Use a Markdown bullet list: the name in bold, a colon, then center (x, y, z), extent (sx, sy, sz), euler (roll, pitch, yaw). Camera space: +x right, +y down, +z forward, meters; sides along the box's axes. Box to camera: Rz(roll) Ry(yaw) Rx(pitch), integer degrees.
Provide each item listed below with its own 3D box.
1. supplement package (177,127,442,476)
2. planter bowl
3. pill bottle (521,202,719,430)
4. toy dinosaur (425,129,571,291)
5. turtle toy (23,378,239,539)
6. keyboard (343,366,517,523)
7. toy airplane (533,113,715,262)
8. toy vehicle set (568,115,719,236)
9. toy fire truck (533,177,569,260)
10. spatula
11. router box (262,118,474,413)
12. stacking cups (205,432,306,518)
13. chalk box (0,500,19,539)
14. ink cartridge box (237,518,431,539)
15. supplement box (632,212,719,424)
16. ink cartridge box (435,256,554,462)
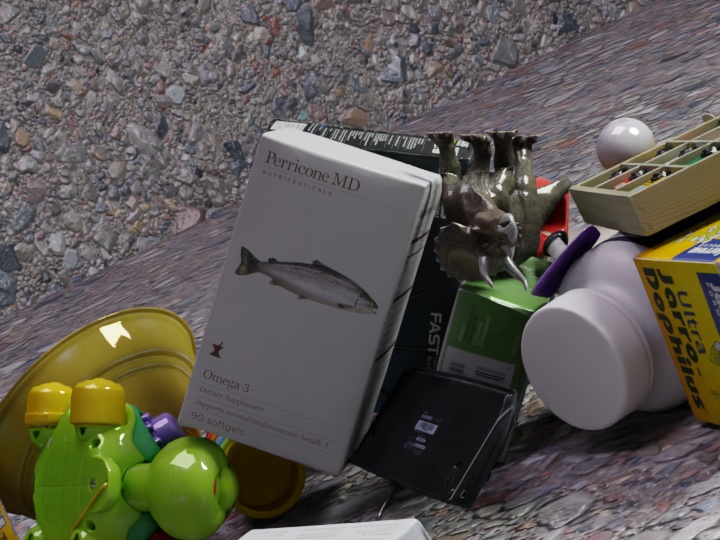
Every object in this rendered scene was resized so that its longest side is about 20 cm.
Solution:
- **supplement package**: center (-0.031, 0.017, 1.396), extent (0.116, 0.201, 0.117), euler (17, 8, 7)
- **planter bowl**: center (-0.181, 0.131, 1.571), extent (0.200, 0.201, 0.083), euler (-32, 56, -24)
- **pill bottle**: center (0.194, 0.021, 1.313), extent (0.200, 0.112, 0.111), euler (-30, 11, -38)
- **toy dinosaur**: center (0.086, -0.039, 1.362), extent (0.077, 0.103, 0.200), euler (0, 0, 15)
- **turtle toy**: center (-0.159, 0.149, 1.428), extent (0.101, 0.147, 0.200), euler (7, -9, -32)
- **keyboard**: center (0.033, 0.120, 1.265), extent (0.127, 0.021, 0.200), euler (-58, 14, -7)
- **toy airplane**: center (0.211, -0.043, 1.560), extent (0.199, 0.142, 0.199), euler (-27, 10, -26)
- **toy vehicle set**: center (0.208, -0.064, 1.314), extent (0.124, 0.027, 0.200), euler (-26, 5, -3)
- **toy fire truck**: center (0.070, 0.017, 1.553), extent (0.141, 0.201, 0.049), euler (21, 21, 27)
- **spatula**: center (0.131, -0.012, 1.368), extent (0.057, 0.021, 0.200), euler (-51, 2, 6)
- **router box**: center (0.000, 0.000, 1.496), extent (0.149, 0.201, 0.062), euler (6, 16, 6)
- **stacking cups**: center (-0.088, 0.136, 1.524), extent (0.060, 0.061, 0.200), euler (-24, 7, -11)
- **chalk box**: center (-0.333, 0.217, 1.451), extent (0.123, 0.125, 0.200), euler (-20, 10, 17)
- **ink cartridge box**: center (-0.072, 0.205, 1.125), extent (0.200, 0.047, 0.160), euler (-36, 15, -36)
- **supplement box**: center (0.279, 0.001, 1.210), extent (0.199, 0.109, 0.109), euler (-25, 9, -16)
- **ink cartridge box**: center (0.092, 0.046, 1.415), extent (0.059, 0.104, 0.200), euler (16, 15, 6)
